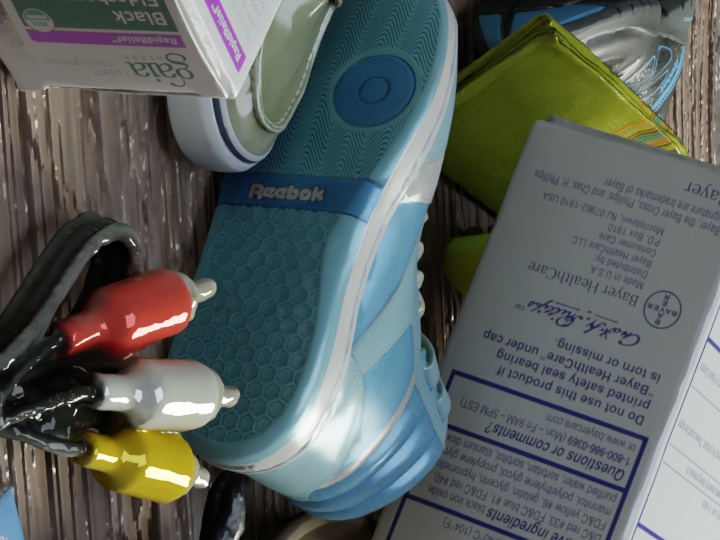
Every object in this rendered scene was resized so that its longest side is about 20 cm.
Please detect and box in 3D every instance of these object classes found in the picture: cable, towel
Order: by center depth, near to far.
[{"bbox_3d":[-0.099,0.035,0.796,0.200,0.050,0.098,-14,105,-65],"label":"cable"},{"bbox_3d":[0.086,-0.055,1.158,0.018,0.086,0.200,58,12,25],"label":"towel"}]

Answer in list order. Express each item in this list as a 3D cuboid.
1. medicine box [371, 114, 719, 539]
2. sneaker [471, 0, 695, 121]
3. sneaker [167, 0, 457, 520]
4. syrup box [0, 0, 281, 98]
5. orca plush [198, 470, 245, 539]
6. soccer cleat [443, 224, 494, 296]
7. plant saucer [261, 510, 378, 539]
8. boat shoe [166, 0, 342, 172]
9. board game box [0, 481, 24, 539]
[{"bbox_3d":[0.109,0.066,1.081,0.182,0.103,0.201,36,75,-62],"label":"medicine box"},{"bbox_3d":[0.109,-0.091,1.203,0.200,0.073,0.082,-11,107,-62],"label":"sneaker"},{"bbox_3d":[0.000,0.000,0.978,0.131,0.079,0.201,49,60,-54],"label":"sneaker"},{"bbox_3d":[-0.054,-0.153,0.835,0.082,0.078,0.201,67,36,-45],"label":"syrup box"},{"bbox_3d":[-0.084,0.116,0.822,0.071,0.105,0.200,48,35,-9],"label":"orca plush"},{"bbox_3d":[0.093,0.025,1.186,0.200,0.064,0.084,28,58,-65],"label":"soccer cleat"},{"bbox_3d":[-0.027,0.189,1.000,0.200,0.029,0.201,-15,107,-63],"label":"plant saucer"},{"bbox_3d":[-0.022,-0.132,0.926,0.072,0.062,0.201,35,63,-61],"label":"boat shoe"},{"bbox_3d":[-0.146,0.175,0.661,0.160,0.096,0.201,-52,139,-51],"label":"board game box"}]
